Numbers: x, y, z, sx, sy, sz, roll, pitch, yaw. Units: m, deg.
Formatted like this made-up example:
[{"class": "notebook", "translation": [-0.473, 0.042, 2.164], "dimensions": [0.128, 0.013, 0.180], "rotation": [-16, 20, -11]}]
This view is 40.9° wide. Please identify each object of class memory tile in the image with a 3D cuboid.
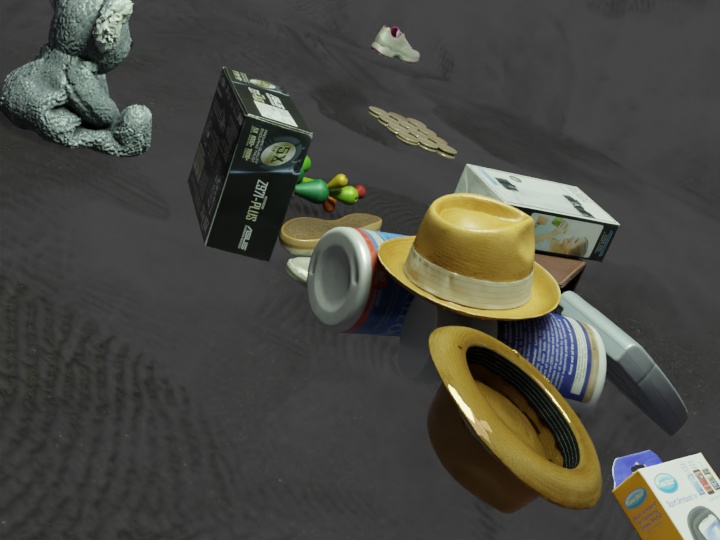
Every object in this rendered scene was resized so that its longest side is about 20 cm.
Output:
[{"class": "memory tile", "translation": [0.110, -0.295, 2.061], "dimensions": [0.151, 0.017, 0.200], "rotation": [11, 23, -30]}]

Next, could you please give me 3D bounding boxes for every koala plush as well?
[{"class": "koala plush", "translation": [-0.356, -0.274, 1.235], "dimensions": [0.182, 0.203, 0.177], "rotation": [0, 30, -46]}]

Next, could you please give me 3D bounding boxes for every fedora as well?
[{"class": "fedora", "translation": [0.119, 0.141, 0.846], "dimensions": [0.198, 0.082, 0.202], "rotation": [32, 24, -16]}, {"class": "fedora", "translation": [0.116, -0.023, 0.967], "dimensions": [0.196, 0.083, 0.201], "rotation": [12, 24, -5]}]

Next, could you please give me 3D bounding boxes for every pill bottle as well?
[{"class": "pill bottle", "translation": [0.145, 0.089, 1.002], "dimensions": [0.196, 0.118, 0.116], "rotation": [16, 21, -19]}, {"class": "pill bottle", "translation": [0.047, 0.017, 1.078], "dimensions": [0.197, 0.114, 0.112], "rotation": [5, 26, -37]}]

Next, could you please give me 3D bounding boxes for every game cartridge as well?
[{"class": "game cartridge", "translation": [0.307, 0.112, 1.110], "dimensions": [0.133, 0.042, 0.200], "rotation": [41, -3, 46]}]

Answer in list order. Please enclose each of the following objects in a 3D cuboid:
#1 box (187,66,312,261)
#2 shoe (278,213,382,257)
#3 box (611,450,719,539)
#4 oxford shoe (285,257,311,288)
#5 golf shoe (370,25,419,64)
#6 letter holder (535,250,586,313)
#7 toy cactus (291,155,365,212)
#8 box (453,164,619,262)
[{"class": "box", "translation": [-0.140, -0.134, 1.177], "dimensions": [0.084, 0.166, 0.201], "rotation": [14, 21, -22]}, {"class": "shoe", "translation": [-0.034, -0.034, 1.204], "dimensions": [0.069, 0.055, 0.199], "rotation": [21, 18, 29]}, {"class": "box", "translation": [0.295, 0.236, 0.817], "dimensions": [0.118, 0.042, 0.202], "rotation": [1, 52, -45]}, {"class": "oxford shoe", "translation": [0.000, 0.000, 1.153], "dimensions": [0.196, 0.059, 0.075], "rotation": [8, 27, -32]}, {"class": "golf shoe", "translation": [0.120, -0.685, 2.933], "dimensions": [0.198, 0.093, 0.075], "rotation": [1, 27, -48]}, {"class": "letter holder", "translation": [0.178, 0.001, 1.283], "dimensions": [0.198, 0.102, 0.142], "rotation": [30, 23, 18]}, {"class": "toy cactus", "translation": [-0.096, -0.134, 1.352], "dimensions": [0.198, 0.103, 0.165], "rotation": [33, 31, 2]}, {"class": "box", "translation": [0.234, -0.076, 1.293], "dimensions": [0.196, 0.061, 0.117], "rotation": [9, 27, -28]}]
